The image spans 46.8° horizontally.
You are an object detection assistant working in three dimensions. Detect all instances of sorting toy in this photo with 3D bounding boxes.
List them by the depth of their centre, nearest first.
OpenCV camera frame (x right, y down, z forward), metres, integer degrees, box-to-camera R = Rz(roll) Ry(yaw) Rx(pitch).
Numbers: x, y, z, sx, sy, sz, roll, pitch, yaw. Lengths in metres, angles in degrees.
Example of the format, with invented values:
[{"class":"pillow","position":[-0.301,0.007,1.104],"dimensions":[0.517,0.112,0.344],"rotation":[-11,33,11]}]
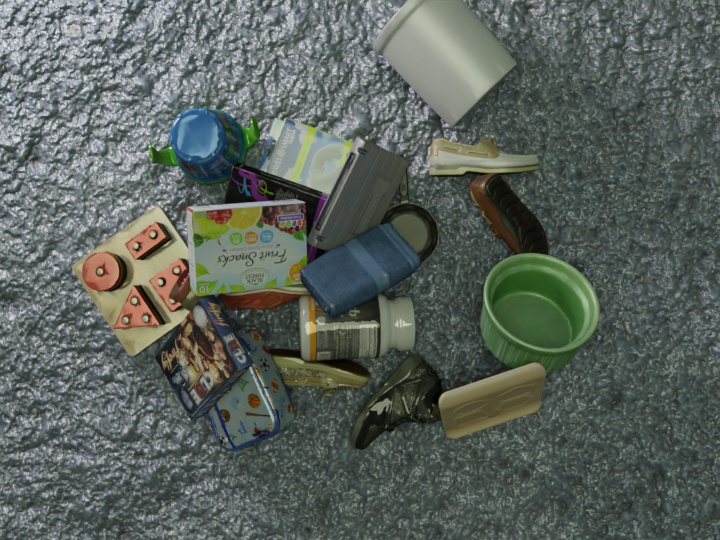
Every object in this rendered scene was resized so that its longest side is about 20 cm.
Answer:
[{"class":"sorting toy","position":[0.225,0.222,1.433],"dimensions":[0.183,0.201,0.037],"rotation":[-19,61,0]},{"class":"sorting toy","position":[-0.393,0.019,1.498],"dimensions":[0.198,0.070,0.201],"rotation":[-35,89,0]}]

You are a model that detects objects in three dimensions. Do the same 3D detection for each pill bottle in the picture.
[{"class":"pill bottle","position":[-0.009,0.097,1.462],"dimensions":[0.197,0.116,0.118],"rotation":[-3,89,-6]}]

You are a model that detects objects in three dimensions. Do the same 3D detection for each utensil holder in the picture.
[{"class":"utensil holder","position":[0.149,-0.374,1.449],"dimensions":[0.170,0.170,0.200],"rotation":[-43,91,0]}]

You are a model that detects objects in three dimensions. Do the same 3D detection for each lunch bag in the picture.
[{"class":"lunch bag","position":[-0.214,0.218,1.471],"dimensions":[0.159,0.075,0.202],"rotation":[-23,87,27]}]

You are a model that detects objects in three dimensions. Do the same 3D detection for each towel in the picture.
[{"class":"towel","position":[0.000,0.000,1.433],"dimensions":[0.199,0.049,0.112],"rotation":[-29,65,-25]}]

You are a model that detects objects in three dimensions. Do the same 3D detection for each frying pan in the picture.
[{"class":"frying pan","position":[0.068,-0.098,1.510],"dimensions":[0.114,0.031,0.192],"rotation":[-26,86,1]}]

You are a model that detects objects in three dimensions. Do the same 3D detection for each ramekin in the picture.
[{"class":"ramekin","position":[0.300,0.079,1.430],"dimensions":[0.197,0.098,0.202],"rotation":[3,53,-4]}]

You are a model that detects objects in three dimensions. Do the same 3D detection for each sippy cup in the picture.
[{"class":"sippy cup","position":[-0.276,-0.227,1.470],"dimensions":[0.139,0.130,0.178],"rotation":[41,89,1]}]

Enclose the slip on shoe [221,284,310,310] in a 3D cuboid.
[{"class":"slip on shoe","position":[-0.153,0.036,1.501],"dimensions":[0.197,0.074,0.062],"rotation":[-5,124,-5]}]

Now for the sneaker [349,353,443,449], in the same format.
[{"class":"sneaker","position":[0.072,0.256,1.471],"dimensions":[0.114,0.076,0.200],"rotation":[41,85,25]}]

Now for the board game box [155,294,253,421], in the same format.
[{"class":"board game box","position":[-0.269,0.152,1.415],"dimensions":[0.136,0.034,0.200],"rotation":[56,133,13]}]

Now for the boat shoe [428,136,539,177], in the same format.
[{"class":"boat shoe","position":[0.221,-0.205,1.487],"dimensions":[0.197,0.075,0.069],"rotation":[-1,92,0]}]

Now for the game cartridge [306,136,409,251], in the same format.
[{"class":"game cartridge","position":[-0.003,-0.122,1.455],"dimensions":[0.038,0.129,0.202],"rotation":[35,104,37]}]

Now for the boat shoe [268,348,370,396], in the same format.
[{"class":"boat shoe","position":[-0.080,0.187,1.493],"dimensions":[0.198,0.073,0.063],"rotation":[10,98,13]}]

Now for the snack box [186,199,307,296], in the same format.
[{"class":"snack box","position":[-0.189,-0.041,1.408],"dimensions":[0.198,0.053,0.144],"rotation":[-7,105,-25]}]

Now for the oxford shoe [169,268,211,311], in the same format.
[{"class":"oxford shoe","position":[-0.247,-0.013,1.454],"dimensions":[0.075,0.070,0.201],"rotation":[41,80,-21]}]

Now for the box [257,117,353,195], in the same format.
[{"class":"box","position":[-0.083,-0.191,1.507],"dimensions":[0.198,0.048,0.123],"rotation":[20,90,1]}]

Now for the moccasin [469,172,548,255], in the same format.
[{"class":"moccasin","position":[0.264,-0.083,1.486],"dimensions":[0.201,0.078,0.074],"rotation":[45,74,-17]}]

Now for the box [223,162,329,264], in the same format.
[{"class":"box","position":[-0.150,-0.093,1.489],"dimensions":[0.198,0.036,0.144],"rotation":[19,111,0]}]
